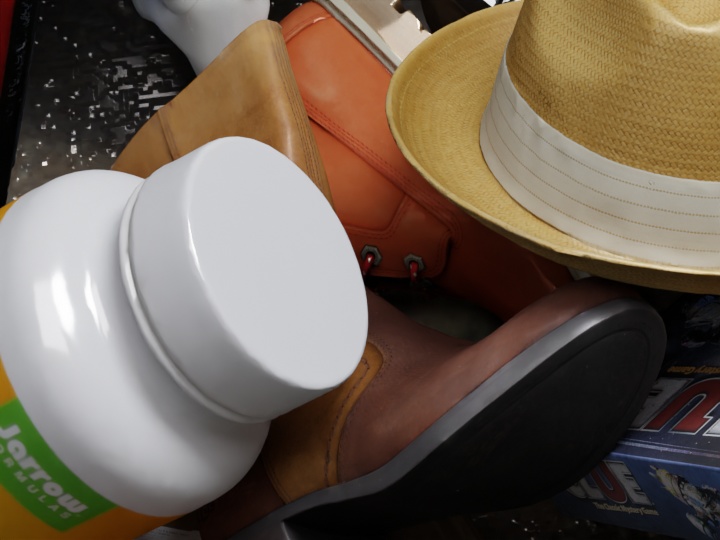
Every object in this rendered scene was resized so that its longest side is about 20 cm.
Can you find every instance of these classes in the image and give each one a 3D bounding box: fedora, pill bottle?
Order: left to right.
[{"bbox_3d":[-0.098,0.036,0.829,0.200,0.111,0.111,-27,52,32],"label":"pill bottle"},{"bbox_3d":[0.103,-0.069,0.829,0.200,0.082,0.201,5,30,-3],"label":"fedora"}]

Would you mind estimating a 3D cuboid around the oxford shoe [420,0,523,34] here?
[{"bbox_3d":[0.101,-0.056,0.963,0.073,0.084,0.200,-40,82,-23],"label":"oxford shoe"}]

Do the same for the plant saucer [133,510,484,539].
[{"bbox_3d":[-0.047,0.131,0.888,0.199,0.030,0.201,-3,58,5],"label":"plant saucer"}]

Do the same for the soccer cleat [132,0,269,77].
[{"bbox_3d":[-0.070,-0.136,1.014,0.069,0.078,0.200,-9,27,-4],"label":"soccer cleat"}]

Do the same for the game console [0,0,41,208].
[{"bbox_3d":[-0.115,-0.145,0.966,0.118,0.200,0.173,-18,67,-21],"label":"game console"}]

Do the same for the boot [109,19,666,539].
[{"bbox_3d":[0.000,0.000,0.870,0.068,0.188,0.200,11,47,-39],"label":"boot"}]

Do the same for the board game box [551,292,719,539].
[{"bbox_3d":[0.152,0.032,0.810,0.135,0.200,0.035,-39,107,-21],"label":"board game box"}]

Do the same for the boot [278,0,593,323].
[{"bbox_3d":[0.019,-0.013,0.951,0.107,0.075,0.200,-41,63,-3],"label":"boot"}]
